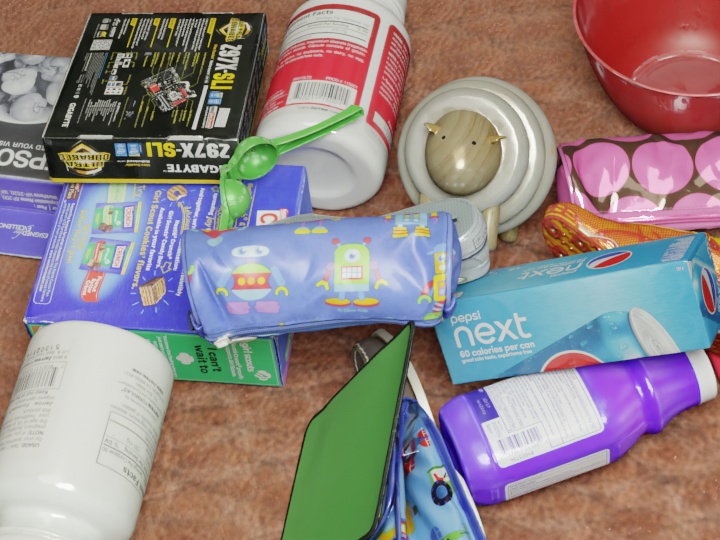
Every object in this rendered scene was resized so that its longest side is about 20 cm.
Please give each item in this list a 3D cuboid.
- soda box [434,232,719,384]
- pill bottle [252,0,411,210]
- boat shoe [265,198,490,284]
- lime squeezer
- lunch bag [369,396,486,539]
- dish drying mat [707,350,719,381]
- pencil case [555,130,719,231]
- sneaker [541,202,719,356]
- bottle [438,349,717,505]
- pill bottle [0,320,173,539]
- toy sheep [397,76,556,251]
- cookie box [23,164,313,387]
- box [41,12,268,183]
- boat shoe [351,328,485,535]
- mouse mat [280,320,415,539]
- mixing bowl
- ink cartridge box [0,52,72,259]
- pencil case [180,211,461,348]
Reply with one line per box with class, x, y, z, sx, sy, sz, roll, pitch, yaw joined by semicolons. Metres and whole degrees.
soda box;0.157;0.029;1.115;0.200;0.068;0.064;-10;15;28
pill bottle;-0.018;-0.161;1.308;0.112;0.112;0.200;5;56;11
boat shoe;0.000;0.000;1.149;0.200;0.067;0.074;-6;46;15
lime squeezer;-0.078;-0.061;1.176;0.071;0.038;0.200;29;61;11
lunch bag;0.019;0.195;1.028;0.094;0.151;0.200;9;44;-23
dish drying mat;0.315;0.098;1.139;0.077;0.018;0.200;-15;55;-1
pencil case;0.256;-0.063;1.219;0.199;0.091;0.094;-6;27;3
sneaker;0.230;-0.001;1.163;0.200;0.073;0.077;28;64;3
bottle;0.160;0.105;1.126;0.200;0.065;0.084;-19;51;-6
pill bottle;-0.212;0.148;1.117;0.114;0.114;0.200;4;56;11
toy sheep;0.093;-0.087;1.216;0.138;0.200;0.138;1;96;12
cookie box;-0.148;-0.001;1.235;0.199;0.075;0.171;3;55;8
box;-0.167;-0.149;1.289;0.159;0.049;0.200;2;40;3
boat shoe;0.029;0.133;1.123;0.059;0.072;0.200;-19;61;-9
mouse mat;-0.015;0.139;1.060;0.008;0.200;0.161;21;56;-13
mixing bowl;0.276;-0.180;1.281;0.200;0.108;0.200;-3;51;4
ink cartridge box;-0.333;-0.109;1.357;0.198;0.043;0.200;6;57;10
pencil case;-0.028;0.006;1.067;0.199;0.078;0.087;-5;75;3
